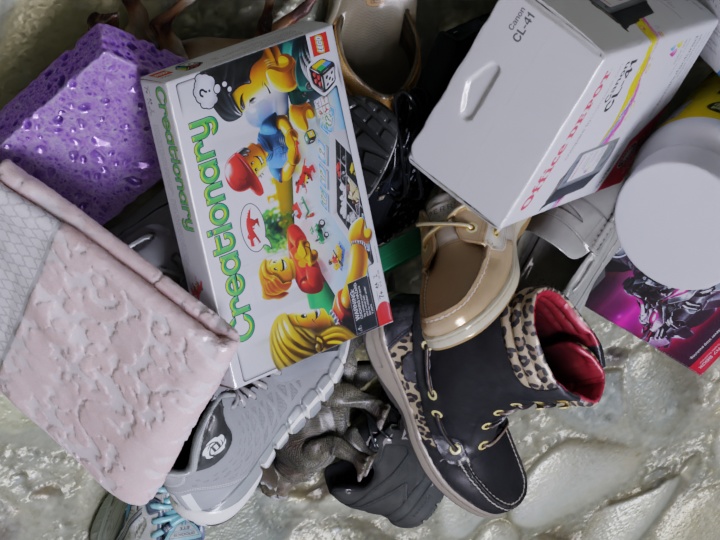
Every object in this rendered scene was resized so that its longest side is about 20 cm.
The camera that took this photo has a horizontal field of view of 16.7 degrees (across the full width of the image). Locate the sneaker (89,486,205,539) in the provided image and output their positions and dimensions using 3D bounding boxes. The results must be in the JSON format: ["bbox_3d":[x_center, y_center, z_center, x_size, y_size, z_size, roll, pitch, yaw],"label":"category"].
[{"bbox_3d":[-0.133,0.160,1.775,0.078,0.086,0.200,-3,128,-28],"label":"sneaker"}]

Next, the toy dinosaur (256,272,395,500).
[{"bbox_3d":[-0.028,0.093,1.782,0.102,0.077,0.200,20,106,7],"label":"toy dinosaur"}]

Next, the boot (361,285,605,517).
[{"bbox_3d":[0.104,0.091,1.737,0.073,0.151,0.200,-51,121,-43],"label":"boot"}]

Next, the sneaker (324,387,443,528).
[{"bbox_3d":[0.043,0.110,1.850,0.091,0.076,0.200,14,116,-30],"label":"sneaker"}]

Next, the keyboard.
[{"bbox_3d":[0.049,-0.083,1.663,0.104,0.040,0.200,-28,151,-42],"label":"keyboard"}]

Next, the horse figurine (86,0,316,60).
[{"bbox_3d":[-0.097,-0.140,1.562,0.200,0.050,0.133,-1,131,-32],"label":"horse figurine"}]

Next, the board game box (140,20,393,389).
[{"bbox_3d":[-0.056,-0.041,1.523,0.126,0.035,0.200,-23,110,-31],"label":"board game box"}]

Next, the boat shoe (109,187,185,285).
[{"bbox_3d":[-0.143,0.003,1.650,0.200,0.065,0.074,-31,136,-3],"label":"boat shoe"}]

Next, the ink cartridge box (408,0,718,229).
[{"bbox_3d":[0.138,-0.120,1.635,0.200,0.086,0.148,-24,149,-59],"label":"ink cartridge box"}]

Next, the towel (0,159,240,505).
[{"bbox_3d":[-0.181,0.044,1.551,0.032,0.191,0.200,-49,174,-39],"label":"towel"}]

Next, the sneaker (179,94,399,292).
[{"bbox_3d":[-0.047,-0.034,1.629,0.200,0.076,0.088,-50,172,8],"label":"sneaker"}]

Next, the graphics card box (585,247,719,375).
[{"bbox_3d":[0.238,-0.008,1.874,0.125,0.051,0.200,-47,133,14],"label":"graphics card box"}]

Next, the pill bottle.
[{"bbox_3d":[0.256,-0.068,1.721,0.200,0.114,0.114,-43,156,-54],"label":"pill bottle"}]

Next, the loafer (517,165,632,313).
[{"bbox_3d":[0.150,-0.026,1.767,0.070,0.070,0.200,6,108,-63],"label":"loafer"}]

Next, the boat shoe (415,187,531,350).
[{"bbox_3d":[0.069,-0.026,1.679,0.074,0.200,0.069,-21,118,28],"label":"boat shoe"}]

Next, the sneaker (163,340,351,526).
[{"bbox_3d":[-0.078,0.073,1.687,0.200,0.075,0.116,-60,152,-16],"label":"sneaker"}]

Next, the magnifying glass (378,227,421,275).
[{"bbox_3d":[0.000,0.000,1.680,0.080,0.022,0.200,-31,180,22],"label":"magnifying glass"}]

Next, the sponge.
[{"bbox_3d":[-0.183,-0.072,1.546,0.200,0.030,0.112,-37,139,29],"label":"sponge"}]

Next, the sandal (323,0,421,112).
[{"bbox_3d":[0.011,-0.143,1.622,0.080,0.054,0.200,-11,131,-22],"label":"sandal"}]

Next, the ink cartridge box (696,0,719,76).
[{"bbox_3d":[0.315,-0.227,1.660,0.145,0.147,0.200,-15,133,-20],"label":"ink cartridge box"}]
